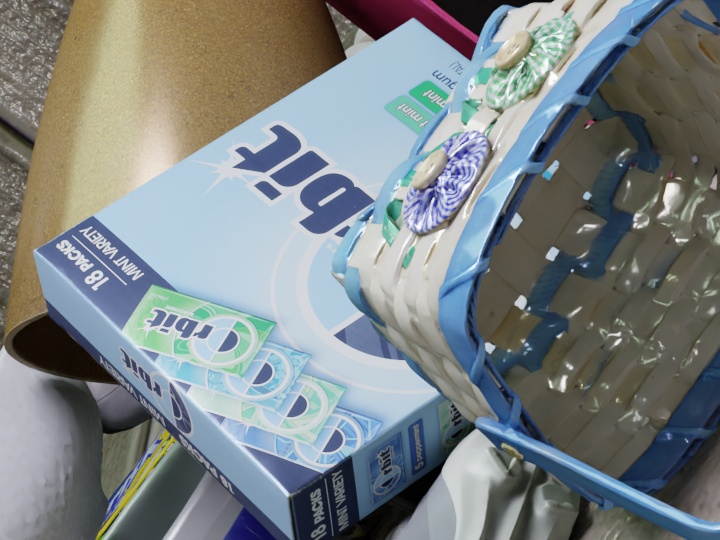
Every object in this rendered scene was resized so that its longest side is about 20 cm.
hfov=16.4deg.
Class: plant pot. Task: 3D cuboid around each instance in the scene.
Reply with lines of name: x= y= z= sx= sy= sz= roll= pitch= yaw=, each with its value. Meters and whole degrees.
plant pot: x=-0.074 y=-0.063 z=1.150 sx=0.186 sy=0.185 sz=0.201 roll=143 pitch=126 yaw=-63

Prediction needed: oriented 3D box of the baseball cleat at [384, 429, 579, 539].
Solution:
baseball cleat: x=0.024 y=0.135 z=0.886 sx=0.107 sy=0.070 sz=0.200 roll=-55 pitch=-4 yaw=36

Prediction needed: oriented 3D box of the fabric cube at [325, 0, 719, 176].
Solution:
fabric cube: x=0.106 y=-0.167 z=1.165 sx=0.200 sy=0.196 sz=0.199 roll=-55 pitch=9 yaw=-5

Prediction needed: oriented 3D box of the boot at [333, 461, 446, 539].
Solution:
boot: x=0.020 y=0.082 z=1.104 sx=0.174 sy=0.069 sz=0.200 roll=-48 pitch=0 yaw=39

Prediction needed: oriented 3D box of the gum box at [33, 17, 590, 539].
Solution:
gum box: x=0.000 y=0.000 z=0.988 sx=0.200 sy=0.170 sz=0.045 roll=-33 pitch=-38 yaw=-22

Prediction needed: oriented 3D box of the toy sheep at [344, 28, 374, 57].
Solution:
toy sheep: x=0.043 y=-0.099 z=1.494 sx=0.200 sy=0.138 sz=0.138 roll=-52 pitch=7 yaw=-21

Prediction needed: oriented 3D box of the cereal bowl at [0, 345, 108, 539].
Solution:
cereal bowl: x=-0.179 y=0.136 z=1.209 sx=0.201 sy=0.083 sz=0.200 roll=-62 pitch=6 yaw=11

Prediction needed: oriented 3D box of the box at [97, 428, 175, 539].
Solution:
box: x=-0.110 y=0.137 z=1.591 sx=0.200 sy=0.064 sz=0.070 roll=-52 pitch=9 yaw=10

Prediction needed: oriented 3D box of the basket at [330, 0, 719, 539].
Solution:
basket: x=0.097 y=-0.004 z=0.813 sx=0.199 sy=0.139 sz=0.177 roll=16 pitch=66 yaw=44

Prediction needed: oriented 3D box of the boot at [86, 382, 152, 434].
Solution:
boot: x=-0.055 y=0.008 z=1.268 sx=0.200 sy=0.070 sz=0.131 roll=-42 pitch=14 yaw=-22

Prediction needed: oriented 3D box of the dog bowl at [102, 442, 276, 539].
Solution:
dog bowl: x=-0.085 y=0.158 z=1.253 sx=0.200 sy=0.079 sz=0.200 roll=-52 pitch=8 yaw=11

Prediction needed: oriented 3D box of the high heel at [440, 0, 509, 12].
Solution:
high heel: x=0.130 y=-0.174 z=1.292 sx=0.199 sy=0.068 sz=0.096 roll=-24 pitch=-14 yaw=8
